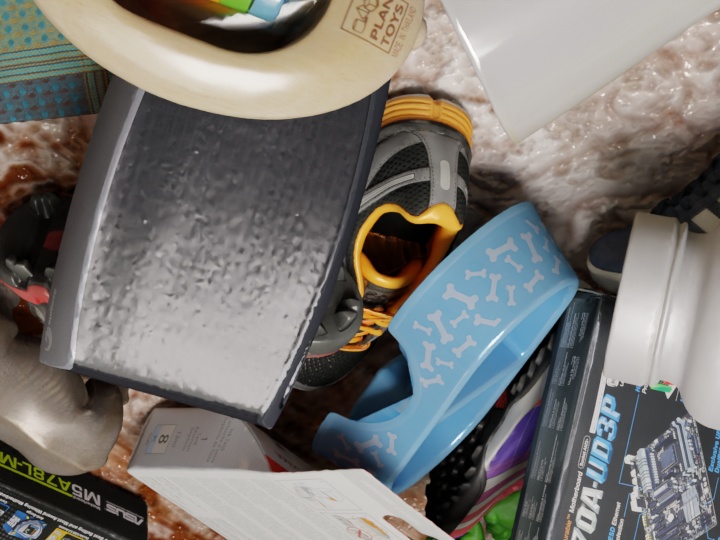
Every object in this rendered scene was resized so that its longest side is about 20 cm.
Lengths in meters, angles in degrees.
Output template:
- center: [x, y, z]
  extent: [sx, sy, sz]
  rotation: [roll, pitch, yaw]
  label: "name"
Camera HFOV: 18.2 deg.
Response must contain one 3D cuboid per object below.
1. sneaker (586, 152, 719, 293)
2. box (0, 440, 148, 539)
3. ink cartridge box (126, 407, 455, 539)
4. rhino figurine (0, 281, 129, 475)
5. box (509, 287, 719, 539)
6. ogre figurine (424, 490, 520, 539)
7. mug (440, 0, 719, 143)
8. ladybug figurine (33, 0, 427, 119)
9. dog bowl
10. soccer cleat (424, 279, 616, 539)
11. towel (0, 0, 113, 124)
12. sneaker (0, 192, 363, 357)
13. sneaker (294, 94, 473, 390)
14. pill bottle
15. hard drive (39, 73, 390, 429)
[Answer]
- center: [0.203, -0.051, 1.170]
  extent: [0.200, 0.075, 0.085]
  rotation: [-19, 112, 19]
  label: "sneaker"
- center: [-0.259, 0.167, 1.338]
  extent: [0.200, 0.048, 0.193]
  rotation: [29, 122, -28]
  label: "box"
- center: [-0.011, 0.132, 1.264]
  extent: [0.200, 0.047, 0.160]
  rotation: [-6, 144, 47]
  label: "ink cartridge box"
- center: [-0.204, 0.044, 1.197]
  extent: [0.060, 0.088, 0.200]
  rotation: [-38, 126, 26]
  label: "rhino figurine"
- center: [0.167, 0.123, 1.214]
  extent: [0.159, 0.046, 0.200]
  rotation: [13, 88, -21]
  label: "box"
- center: [0.143, 0.178, 1.338]
  extent: [0.200, 0.120, 0.098]
  rotation: [1, 134, -6]
  label: "ogre figurine"
- center: [0.105, -0.160, 1.027]
  extent: [0.153, 0.187, 0.150]
  rotation: [-26, 99, 7]
  label: "mug"
- center: [-0.065, -0.138, 0.998]
  extent: [0.200, 0.072, 0.136]
  rotation: [24, 85, -13]
  label: "ladybug figurine"
- center: [0.048, 0.049, 1.204]
  extent: [0.050, 0.111, 0.200]
  rotation: [46, 133, 13]
  label: "dog bowl"
- center: [0.101, 0.090, 1.288]
  extent: [0.073, 0.068, 0.200]
  rotation: [19, 125, -18]
  label: "soccer cleat"
- center: [-0.122, -0.155, 1.064]
  extent: [0.146, 0.022, 0.200]
  rotation: [-6, 135, -1]
  label: "towel"
- center: [-0.089, 0.016, 1.172]
  extent: [0.200, 0.071, 0.098]
  rotation: [9, 147, 18]
  label: "sneaker"
- center: [0.000, 0.000, 1.185]
  extent: [0.078, 0.077, 0.200]
  rotation: [11, 133, -18]
  label: "sneaker"
- center: [0.224, 0.033, 1.103]
  extent: [0.200, 0.112, 0.112]
  rotation: [12, 134, 9]
  label: "pill bottle"
- center: [-0.067, -0.031, 1.071]
  extent: [0.135, 0.042, 0.200]
  rotation: [17, 97, -11]
  label: "hard drive"
